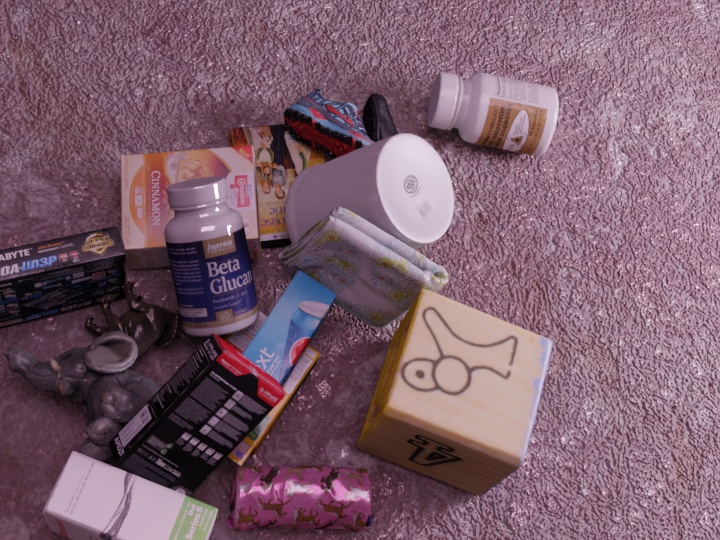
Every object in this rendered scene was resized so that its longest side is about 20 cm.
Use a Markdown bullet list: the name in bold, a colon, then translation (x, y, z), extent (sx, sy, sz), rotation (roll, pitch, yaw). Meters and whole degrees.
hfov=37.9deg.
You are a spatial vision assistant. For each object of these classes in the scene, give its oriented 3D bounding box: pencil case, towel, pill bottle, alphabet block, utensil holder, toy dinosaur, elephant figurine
- **pencil case**: translation (-0.081, 0.310, 1.418), extent (0.196, 0.083, 0.088), rotation (5, 59, -11)
- **towel**: translation (0.000, 0.000, 1.475), extent (0.198, 0.171, 0.049), rotation (30, 58, -18)
- **pill bottle**: translation (0.215, -0.262, 1.725), extent (0.196, 0.115, 0.116), rotation (10, 64, -8)
- **alphabet block**: translation (0.128, 0.174, 1.463), extent (0.197, 0.197, 0.198), rotation (22, 61, -2)
- **utensil holder**: translation (0.013, -0.096, 1.524), extent (0.168, 0.198, 0.173), rotation (13, 69, -39)
- **pill bottle**: translation (-0.208, -0.021, 1.438), extent (0.109, 0.111, 0.204), rotation (-14, 105, -18)
- **toy dinosaur**: translation (-0.325, 0.085, 1.469), extent (0.198, 0.077, 0.103), rotation (-27, 67, -25)
- **elephant figurine**: translation (-0.348, 0.149, 1.396), extent (0.142, 0.155, 0.200), rotation (-45, 57, 3)

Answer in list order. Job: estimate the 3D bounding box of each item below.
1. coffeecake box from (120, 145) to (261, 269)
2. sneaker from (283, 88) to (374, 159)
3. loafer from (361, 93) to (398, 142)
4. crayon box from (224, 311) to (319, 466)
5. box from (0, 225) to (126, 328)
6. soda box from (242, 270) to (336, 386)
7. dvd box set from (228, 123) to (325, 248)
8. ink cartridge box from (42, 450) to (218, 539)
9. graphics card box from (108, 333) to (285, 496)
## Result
- **coffeecake box**: translation (-0.249, -0.094, 1.551), extent (0.196, 0.073, 0.156), rotation (-5, 66, -4)
- **sneaker**: translation (-0.019, -0.222, 1.632), extent (0.198, 0.080, 0.096), rotation (33, 60, 12)
- **loafer**: translation (0.047, -0.187, 1.683), extent (0.069, 0.068, 0.204), rotation (-3, 72, -22)
- **crayon box**: translation (-0.163, 0.166, 1.482), extent (0.125, 0.052, 0.201), rotation (34, 63, 4)
- **box**: translation (-0.420, 0.012, 1.434), extent (0.197, 0.159, 0.047), rotation (-14, 70, -18)
- **soda box**: translation (-0.112, 0.104, 1.457), extent (0.067, 0.064, 0.201), rotation (31, 64, 3)
- **dvd box set**: translation (-0.121, -0.135, 1.639), extent (0.144, 0.029, 0.203), rotation (-5, 67, -15)
- **ink cartridge box**: translation (-0.289, 0.317, 1.331), extent (0.197, 0.146, 0.085), rotation (23, 64, -2)
- **graphics card box**: translation (-0.206, 0.189, 1.333), extent (0.200, 0.125, 0.051), rotation (-47, 39, 3)
